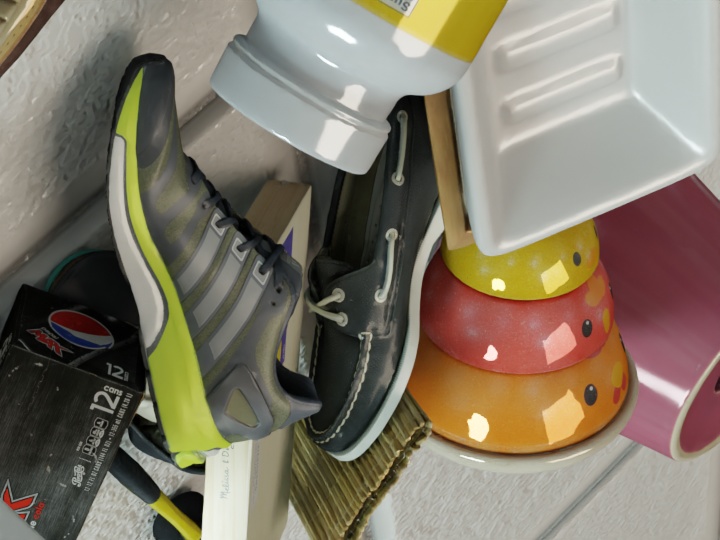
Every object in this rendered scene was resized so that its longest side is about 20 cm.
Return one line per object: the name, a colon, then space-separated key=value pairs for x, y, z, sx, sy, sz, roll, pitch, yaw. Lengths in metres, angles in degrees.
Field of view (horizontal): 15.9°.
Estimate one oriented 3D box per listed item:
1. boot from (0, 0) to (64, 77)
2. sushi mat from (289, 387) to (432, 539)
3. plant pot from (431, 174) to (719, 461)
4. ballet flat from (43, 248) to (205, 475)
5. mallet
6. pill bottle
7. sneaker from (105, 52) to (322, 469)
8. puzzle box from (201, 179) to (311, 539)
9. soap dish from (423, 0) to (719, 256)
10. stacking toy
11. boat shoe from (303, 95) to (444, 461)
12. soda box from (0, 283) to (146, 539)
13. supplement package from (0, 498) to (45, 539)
boot: x=-0.101 y=-0.134 z=1.069 sx=0.201 sy=0.072 sz=0.166 roll=-59 pitch=152 yaw=5
sushi mat: x=-0.009 y=0.093 z=1.438 sx=0.096 sy=0.012 sz=0.200 roll=-56 pitch=-163 yaw=6
plant pot: x=0.166 y=0.015 z=1.594 sx=0.200 sy=0.179 sz=0.201 roll=-40 pitch=153 yaw=-25
ballet flat: x=-0.102 y=0.054 z=1.320 sx=0.073 sy=0.073 sz=0.200 roll=-46 pitch=154 yaw=-12
mallet: x=-0.119 y=0.119 z=1.425 sx=0.041 sy=0.066 sz=0.200 roll=-44 pitch=139 yaw=-5
pill bottle: x=0.018 y=-0.147 z=1.109 sx=0.201 sy=0.112 sz=0.112 roll=-59 pitch=154 yaw=10
sneaker: x=-0.070 y=-0.008 z=1.205 sx=0.080 sy=0.074 sz=0.201 roll=-11 pitch=113 yaw=1
puzzle box: x=-0.055 y=0.067 z=1.331 sx=0.133 sy=0.025 sz=0.201 roll=-63 pitch=159 yaw=-68
soap dish: x=0.098 y=-0.111 z=1.266 sx=0.156 sy=0.081 sz=0.201 roll=-22 pitch=143 yaw=-9
stacking toy: x=0.086 y=-0.002 z=1.416 sx=0.146 sy=0.146 sz=0.201 roll=-33 pitch=140 yaw=-34
boat shoe: x=0.000 y=0.000 z=1.385 sx=0.060 sy=0.075 sz=0.201 roll=18 pitch=84 yaw=-35
soda box: x=-0.170 y=0.112 z=1.256 sx=0.063 sy=0.070 sz=0.201 roll=-94 pitch=-153 yaw=-63
supplement package: x=-0.225 y=0.168 z=1.107 sx=0.191 sy=0.200 sz=0.147 roll=-46 pitch=154 yaw=-14
